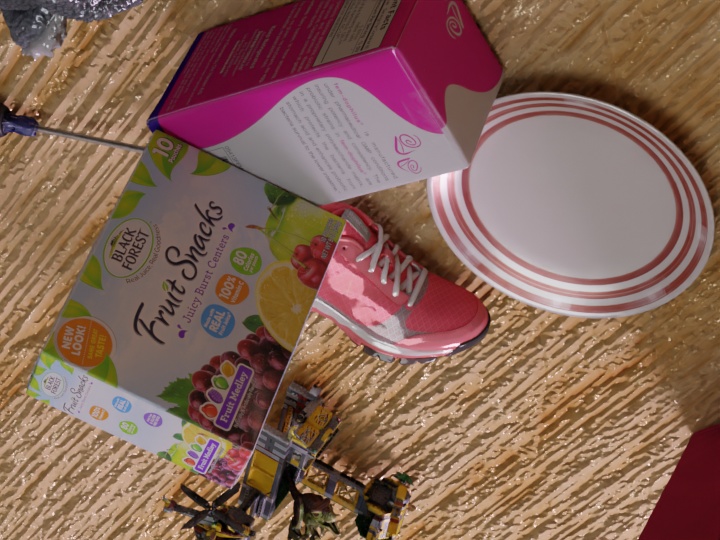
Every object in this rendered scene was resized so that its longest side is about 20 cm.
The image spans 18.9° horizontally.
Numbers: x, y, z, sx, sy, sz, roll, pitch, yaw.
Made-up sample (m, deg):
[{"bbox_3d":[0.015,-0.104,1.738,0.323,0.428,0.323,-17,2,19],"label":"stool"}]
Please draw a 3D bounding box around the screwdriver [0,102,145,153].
[{"bbox_3d":[-0.219,-0.098,1.567,0.199,0.028,0.029,13,166,9],"label":"screwdriver"}]

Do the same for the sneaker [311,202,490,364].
[{"bbox_3d":[0.000,0.000,1.537,0.199,0.074,0.087,19,135,4],"label":"sneaker"}]

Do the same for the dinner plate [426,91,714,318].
[{"bbox_3d":[0.142,-0.047,1.468,0.199,0.024,0.201,12,134,12],"label":"dinner plate"}]

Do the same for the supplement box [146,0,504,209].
[{"bbox_3d":[-0.022,-0.112,1.416,0.199,0.104,0.101,-12,126,33],"label":"supplement box"}]

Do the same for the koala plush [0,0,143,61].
[{"bbox_3d":[-0.203,-0.221,1.353,0.199,0.184,0.177,-15,126,47],"label":"koala plush"}]

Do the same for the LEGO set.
[{"bbox_3d":[-0.044,0.181,1.661,0.153,0.200,0.116,34,138,18],"label":"LEGO set"}]

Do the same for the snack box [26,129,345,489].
[{"bbox_3d":[-0.106,0.021,1.362,0.142,0.201,0.053,24,139,-4],"label":"snack box"}]

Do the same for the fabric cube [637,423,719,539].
[{"bbox_3d":[0.321,0.221,1.497,0.199,0.199,0.197,-21,108,36],"label":"fabric cube"}]
